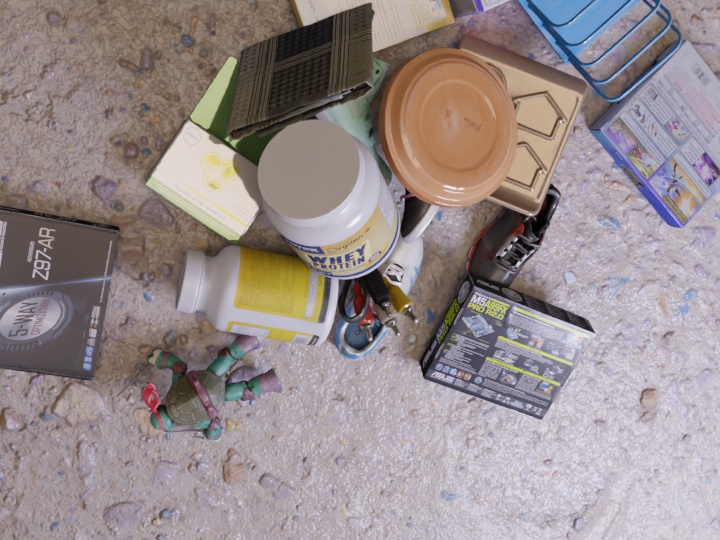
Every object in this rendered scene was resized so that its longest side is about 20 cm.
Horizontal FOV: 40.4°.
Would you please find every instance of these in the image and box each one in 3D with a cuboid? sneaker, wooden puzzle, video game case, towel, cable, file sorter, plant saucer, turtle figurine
[{"bbox_3d":[0.011,-0.206,1.276,0.118,0.074,0.201,-37,119,4],"label":"sneaker"},{"bbox_3d":[0.189,-0.196,1.335,0.184,0.046,0.201,22,89,1],"label":"wooden puzzle"},{"bbox_3d":[0.213,-0.041,1.362,0.077,0.082,0.201,26,92,-15],"label":"sneaker"},{"bbox_3d":[0.457,-0.195,1.412,0.181,0.045,0.200,-45,105,-4],"label":"video game case"},{"bbox_3d":[0.031,0.035,1.339,0.072,0.072,0.201,29,91,-14],"label":"sneaker"},{"bbox_3d":[-0.068,-0.238,1.185,0.191,0.201,0.035,-16,130,16],"label":"towel"},{"bbox_3d":[0.066,-0.141,1.267,0.099,0.071,0.201,23,83,-19],"label":"sneaker"},{"bbox_3d":[0.000,0.000,1.306,0.096,0.050,0.201,-19,64,-6],"label":"cable"},{"bbox_3d":[0.304,-0.331,1.243,0.139,0.123,0.200,-42,142,13],"label":"file sorter"},{"bbox_3d":[0.117,-0.181,1.235,0.199,0.032,0.202,0,89,-27],"label":"plant saucer"},{"bbox_3d":[-0.211,0.165,1.296,0.199,0.101,0.151,-27,104,-13],"label":"turtle figurine"}]

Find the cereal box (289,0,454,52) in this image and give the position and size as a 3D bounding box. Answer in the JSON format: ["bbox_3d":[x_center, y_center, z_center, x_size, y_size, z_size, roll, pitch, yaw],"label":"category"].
[{"bbox_3d":[0.009,-0.361,1.286,0.199,0.040,0.145,-21,103,-8],"label":"cereal box"}]

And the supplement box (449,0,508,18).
[{"bbox_3d":[0.208,-0.419,1.290,0.199,0.101,0.104,-26,104,-7],"label":"supplement box"}]

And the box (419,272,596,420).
[{"bbox_3d":[0.206,0.110,1.381,0.199,0.044,0.161,20,113,-15],"label":"box"}]

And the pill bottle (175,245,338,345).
[{"bbox_3d":[-0.136,0.029,1.279,0.198,0.112,0.113,11,97,-14],"label":"pill bottle"}]

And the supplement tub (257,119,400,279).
[{"bbox_3d":[-0.037,-0.083,1.181,0.143,0.200,0.146,-4,71,12],"label":"supplement tub"}]

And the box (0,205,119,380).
[{"bbox_3d":[-0.404,0.030,1.253,0.159,0.044,0.202,11,97,-15],"label":"box"}]

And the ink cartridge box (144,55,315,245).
[{"bbox_3d":[-0.167,-0.156,1.276,0.145,0.048,0.201,34,93,-15],"label":"ink cartridge box"}]
